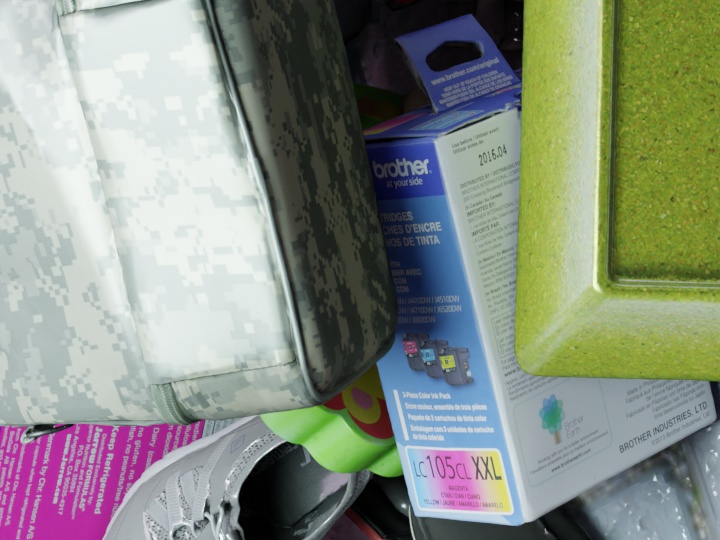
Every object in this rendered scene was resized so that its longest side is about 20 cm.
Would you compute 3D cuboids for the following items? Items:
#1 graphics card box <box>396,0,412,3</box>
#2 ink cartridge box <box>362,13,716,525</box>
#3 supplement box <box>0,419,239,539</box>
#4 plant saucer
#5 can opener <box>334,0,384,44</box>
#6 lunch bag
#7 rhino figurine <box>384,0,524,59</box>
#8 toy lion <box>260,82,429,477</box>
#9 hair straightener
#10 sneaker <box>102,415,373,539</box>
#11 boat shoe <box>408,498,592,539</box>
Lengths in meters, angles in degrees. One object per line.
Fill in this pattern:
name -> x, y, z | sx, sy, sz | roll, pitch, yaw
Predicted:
graphics card box -> 0.009, -0.237, 1.217 | 0.051, 0.125, 0.200 | -19, 49, 46
ink cartridge box -> 0.068, -0.009, 1.133 | 0.076, 0.136, 0.200 | -1, 106, 46
supplement box -> -0.141, 0.086, 1.342 | 0.101, 0.200, 0.103 | 21, 101, 45
plant saucer -> 0.163, -0.055, 1.052 | 0.200, 0.048, 0.200 | 1, 87, 3
can opener -> -0.021, -0.118, 1.219 | 0.200, 0.063, 0.079 | -82, -10, -83
lunch bag -> -0.092, -0.038, 1.047 | 0.168, 0.139, 0.200 | -10, 100, 18
rhino figurine -> 0.064, -0.147, 1.247 | 0.200, 0.060, 0.088 | 18, 104, 54
toy lion -> 0.000, 0.000, 1.205 | 0.069, 0.192, 0.200 | -40, 58, 37
hair straightener -> 0.042, 0.117, 1.260 | 0.200, 0.041, 0.077 | 47, 120, 38
sneaker -> -0.063, 0.115, 1.243 | 0.075, 0.082, 0.200 | 41, 114, -8
boat shoe -> 0.084, 0.153, 1.178 | 0.074, 0.063, 0.201 | -34, 59, -2
